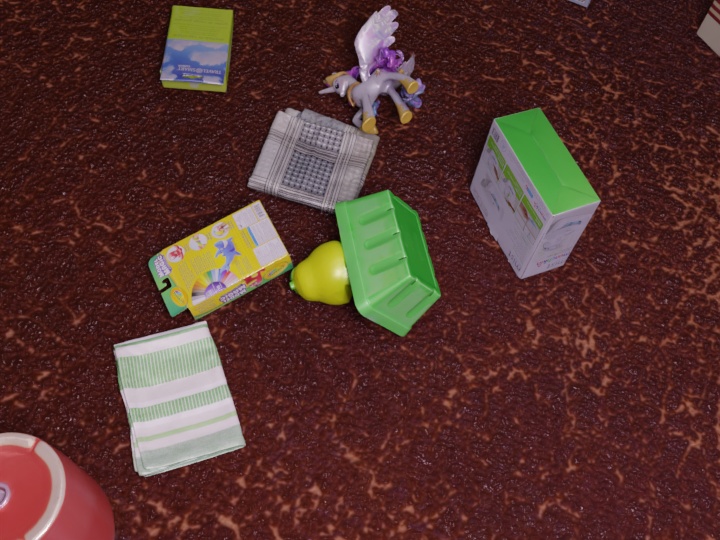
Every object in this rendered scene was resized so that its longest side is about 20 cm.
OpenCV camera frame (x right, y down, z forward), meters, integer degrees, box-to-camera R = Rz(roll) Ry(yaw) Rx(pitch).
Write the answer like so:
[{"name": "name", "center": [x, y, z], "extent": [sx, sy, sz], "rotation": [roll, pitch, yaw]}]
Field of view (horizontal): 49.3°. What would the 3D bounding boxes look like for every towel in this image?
[{"name": "towel", "center": [-0.260, 0.175, 1.106], "extent": [0.149, 0.024, 0.203], "rotation": [-14, 60, -17]}, {"name": "towel", "center": [-0.077, -0.196, 1.367], "extent": [0.188, 0.035, 0.203], "rotation": [17, 56, 4]}]

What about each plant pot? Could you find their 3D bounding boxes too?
[{"name": "plant pot", "center": [-0.400, 0.291, 0.919], "extent": [0.195, 0.179, 0.204], "rotation": [3, 56, -5]}]

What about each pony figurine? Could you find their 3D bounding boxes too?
[{"name": "pony figurine", "center": [0.032, -0.343, 1.411], "extent": [0.192, 0.167, 0.201], "rotation": [-38, 48, 0]}]

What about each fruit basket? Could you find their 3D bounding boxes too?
[{"name": "fruit basket", "center": [0.000, 0.000, 1.210], "extent": [0.212, 0.155, 0.221], "rotation": [-17, 61, 32]}]

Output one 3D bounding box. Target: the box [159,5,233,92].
[{"name": "box", "center": [-0.303, -0.408, 1.466], "extent": [0.119, 0.048, 0.204], "rotation": [3, 57, -5]}]

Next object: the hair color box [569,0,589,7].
[{"name": "hair color box", "center": [0.498, -0.676, 1.656], "extent": [0.060, 0.202, 0.100], "rotation": [24, 56, 10]}]

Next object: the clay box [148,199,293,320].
[{"name": "clay box", "center": [-0.215, -0.011, 1.203], "extent": [0.197, 0.048, 0.116], "rotation": [-28, 63, -8]}]

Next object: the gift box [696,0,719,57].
[{"name": "gift box", "center": [0.835, -0.517, 1.606], "extent": [0.181, 0.201, 0.189], "rotation": [-24, 64, -16]}]

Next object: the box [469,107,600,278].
[{"name": "box", "center": [0.274, -0.123, 1.280], "extent": [0.095, 0.178, 0.203], "rotation": [-15, 59, -17]}]
